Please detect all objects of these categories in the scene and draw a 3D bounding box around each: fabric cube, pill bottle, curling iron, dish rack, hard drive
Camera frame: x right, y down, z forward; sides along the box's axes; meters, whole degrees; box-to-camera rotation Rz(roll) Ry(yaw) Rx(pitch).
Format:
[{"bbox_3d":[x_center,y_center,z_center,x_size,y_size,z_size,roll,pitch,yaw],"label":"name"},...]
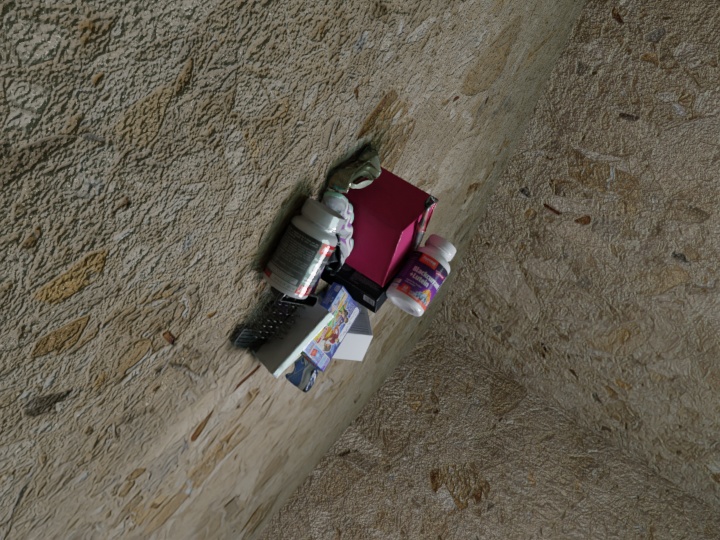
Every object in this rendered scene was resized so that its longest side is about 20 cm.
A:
[{"bbox_3d":[0.048,-0.121,1.633,0.200,0.199,0.197,-42,158,-45],"label":"fabric cube"},{"bbox_3d":[0.163,0.009,1.658,0.200,0.111,0.111,-56,165,-13],"label":"pill bottle"},{"bbox_3d":[0.156,-0.111,1.562,0.050,0.026,0.200,-45,160,-31],"label":"curling iron"},{"bbox_3d":[-0.206,0.116,1.507,0.200,0.055,0.153,-52,154,10],"label":"dish rack"},{"bbox_3d":[-0.165,0.160,1.565,0.200,0.132,0.026,-48,120,-9],"label":"hard drive"},{"bbox_3d":[-0.121,-0.049,1.402,0.200,0.114,0.114,-60,165,10],"label":"pill bottle"}]

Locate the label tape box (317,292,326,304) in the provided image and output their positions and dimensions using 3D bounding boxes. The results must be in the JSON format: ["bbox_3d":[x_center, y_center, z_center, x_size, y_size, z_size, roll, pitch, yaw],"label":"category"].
[{"bbox_3d":[-0.149,0.154,1.820,0.144,0.066,0.200,-63,162,20],"label":"label tape box"}]

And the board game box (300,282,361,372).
[{"bbox_3d":[-0.083,0.150,1.670,0.200,0.034,0.135,-58,145,-19],"label":"board game box"}]

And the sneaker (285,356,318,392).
[{"bbox_3d":[-0.139,0.228,1.746,0.200,0.077,0.076,-66,166,-9],"label":"sneaker"}]

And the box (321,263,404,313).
[{"bbox_3d":[0.000,0.000,1.718,0.141,0.200,0.079,-50,162,-26],"label":"box"}]

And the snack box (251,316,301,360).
[{"bbox_3d":[-0.176,0.178,1.677,0.200,0.037,0.116,-41,142,-5],"label":"snack box"}]

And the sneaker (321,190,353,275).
[{"bbox_3d":[-0.064,-0.074,1.486,0.200,0.078,0.140,78,23,-43],"label":"sneaker"}]

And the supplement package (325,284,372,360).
[{"bbox_3d":[-0.045,0.150,1.860,0.200,0.113,0.110,-101,-154,-48],"label":"supplement package"}]

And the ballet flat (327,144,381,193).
[{"bbox_3d":[0.003,-0.232,1.505,0.200,0.075,0.068,-43,159,-43],"label":"ballet flat"}]

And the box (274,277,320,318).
[{"bbox_3d":[-0.144,0.015,1.604,0.137,0.039,0.200,-35,153,-54],"label":"box"}]
